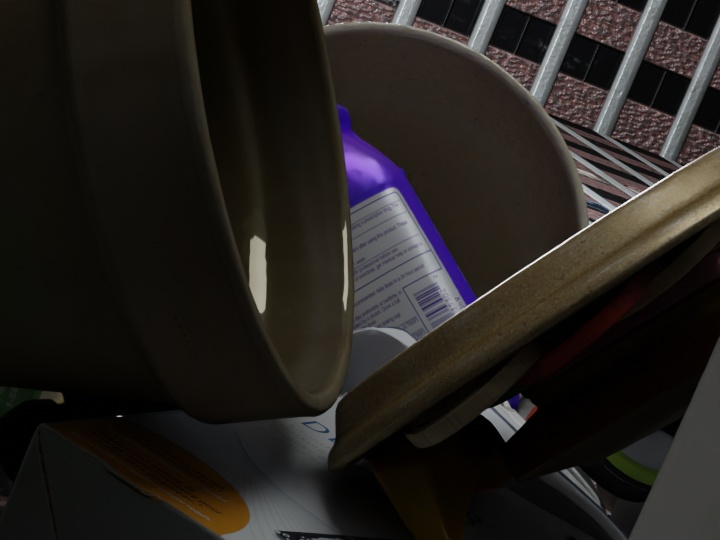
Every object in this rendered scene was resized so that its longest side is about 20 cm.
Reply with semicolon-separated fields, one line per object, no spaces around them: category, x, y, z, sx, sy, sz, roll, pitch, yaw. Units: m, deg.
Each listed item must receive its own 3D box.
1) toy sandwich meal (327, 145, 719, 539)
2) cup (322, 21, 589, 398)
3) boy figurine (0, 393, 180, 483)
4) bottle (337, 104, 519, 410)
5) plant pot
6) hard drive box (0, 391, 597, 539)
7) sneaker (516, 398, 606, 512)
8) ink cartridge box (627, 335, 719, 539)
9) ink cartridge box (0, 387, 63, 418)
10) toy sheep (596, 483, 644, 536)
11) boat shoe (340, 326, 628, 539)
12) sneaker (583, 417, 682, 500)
toy sandwich meal;0.079;0.029;0.687;0.071;0.204;0.205;57;16;5
cup;0.000;0.000;1.017;0.199;0.202;0.143;23;-16;1
boy figurine;-0.072;0.031;0.825;0.065;0.124;0.200;51;20;-10
bottle;-0.010;-0.010;0.910;0.201;0.083;0.065;59;-2;11
plant pot;-0.106;-0.040;0.678;0.172;0.202;0.200;-10;6;11
hard drive box;-0.006;0.112;0.691;0.155;0.077;0.200;28;12;24
sneaker;0.075;0.110;0.943;0.082;0.077;0.200;50;14;2
ink cartridge box;0.130;0.109;0.651;0.084;0.202;0.146;27;11;23
ink cartridge box;-0.191;-0.040;0.857;0.198;0.147;0.084;23;12;6
toy sheep;0.173;0.102;0.967;0.137;0.138;0.201;12;48;-45
boat shoe;0.065;0.098;0.804;0.201;0.074;0.065;54;22;18
sneaker;0.159;0.025;0.867;0.072;0.083;0.200;39;42;10
